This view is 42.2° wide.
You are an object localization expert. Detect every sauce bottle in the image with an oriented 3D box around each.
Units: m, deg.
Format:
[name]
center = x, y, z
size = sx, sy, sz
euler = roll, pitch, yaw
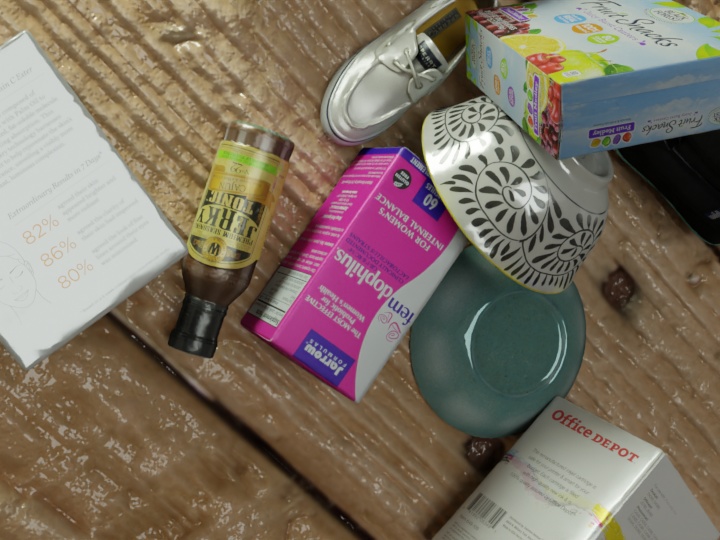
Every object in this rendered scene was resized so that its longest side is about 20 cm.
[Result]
[sauce bottle]
center = -0.113, -0.025, 0.795
size = 0.065, 0.065, 0.200
euler = 17, 88, -21

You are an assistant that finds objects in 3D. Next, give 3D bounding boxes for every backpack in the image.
[backpack]
center = 0.355, -0.139, 0.909
size = 0.200, 0.176, 0.153
euler = 30, 67, -20

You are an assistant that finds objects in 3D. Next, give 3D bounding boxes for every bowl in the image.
[bowl]
center = 0.156, -0.089, 0.817
size = 0.201, 0.094, 0.201
euler = 30, 39, -28

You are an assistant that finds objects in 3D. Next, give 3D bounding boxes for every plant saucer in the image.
[plant saucer]
center = 0.147, 0.070, 0.916
size = 0.201, 0.039, 0.201
euler = -2, 95, -22

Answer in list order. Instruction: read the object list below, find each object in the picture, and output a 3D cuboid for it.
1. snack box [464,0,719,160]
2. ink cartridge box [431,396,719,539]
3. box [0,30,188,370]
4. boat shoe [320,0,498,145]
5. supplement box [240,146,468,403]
[snack box]
center = 0.196, -0.168, 0.758
size = 0.169, 0.200, 0.068
euler = -11, 123, -9
[ink cartridge box]
center = 0.202, 0.255, 0.883
size = 0.200, 0.147, 0.146
euler = -46, 120, -11
[box]
center = -0.257, -0.053, 0.714
size = 0.152, 0.106, 0.200
euler = -38, 107, -14
[boat shoe]
center = 0.048, -0.188, 0.839
size = 0.200, 0.070, 0.071
euler = -42, 107, -13
[supplement box]
center = 0.000, 0.000, 0.821
size = 0.101, 0.103, 0.200
euler = 37, 83, -21
